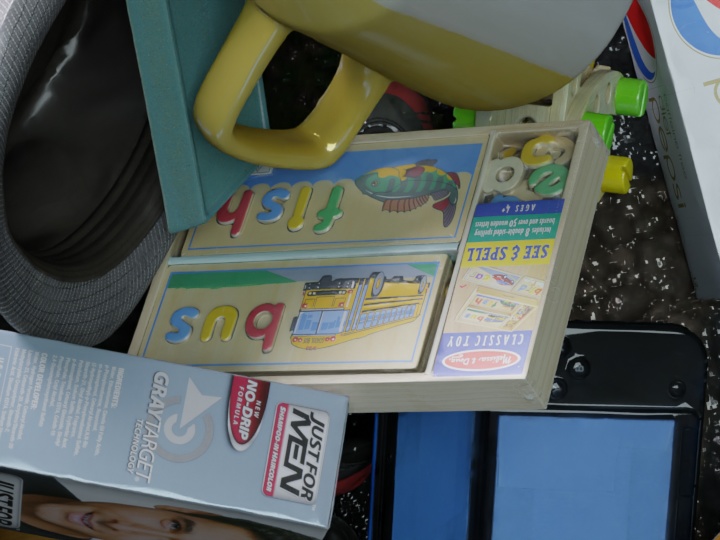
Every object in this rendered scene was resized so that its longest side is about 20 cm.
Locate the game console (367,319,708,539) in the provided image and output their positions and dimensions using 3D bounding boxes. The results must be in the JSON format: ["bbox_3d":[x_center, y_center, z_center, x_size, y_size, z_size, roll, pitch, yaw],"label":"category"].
[{"bbox_3d":[0.079,0.129,1.245,0.170,0.118,0.201,2,100,-8],"label":"game console"}]

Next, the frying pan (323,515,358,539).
[{"bbox_3d":[-0.065,0.179,1.277,0.115,0.031,0.190,-5,131,-38],"label":"frying pan"}]

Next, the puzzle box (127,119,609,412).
[{"bbox_3d":[0.000,0.000,1.188,0.199,0.025,0.133,-3,55,28],"label":"puzzle box"}]

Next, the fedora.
[{"bbox_3d":[-0.135,-0.075,1.170,0.090,0.177,0.201,18,87,28],"label":"fedora"}]

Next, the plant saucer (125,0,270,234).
[{"bbox_3d":[-0.069,-0.109,1.153,0.019,0.200,0.070,17,46,27],"label":"plant saucer"}]

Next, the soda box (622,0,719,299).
[{"bbox_3d":[0.170,-0.090,1.301,0.068,0.064,0.201,-16,91,-8],"label":"soda box"}]

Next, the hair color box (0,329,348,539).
[{"bbox_3d":[-0.111,0.076,1.162,0.199,0.099,0.061,10,69,-4],"label":"hair color box"}]

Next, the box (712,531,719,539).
[{"bbox_3d":[0.154,0.206,1.278,0.200,0.041,0.119,-48,135,-7],"label":"box"}]

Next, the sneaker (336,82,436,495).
[{"bbox_3d":[0.000,0.006,1.260,0.071,0.098,0.201,12,87,-6],"label":"sneaker"}]

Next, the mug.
[{"bbox_3d":[0.017,-0.130,1.137,0.149,0.153,0.187,9,92,33],"label":"mug"}]

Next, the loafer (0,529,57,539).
[{"bbox_3d":[-0.173,0.109,1.247,0.199,0.072,0.073,-2,91,-7],"label":"loafer"}]

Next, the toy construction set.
[{"bbox_3d":[0.087,-0.131,1.262,0.092,0.131,0.201,-7,88,20],"label":"toy construction set"}]
